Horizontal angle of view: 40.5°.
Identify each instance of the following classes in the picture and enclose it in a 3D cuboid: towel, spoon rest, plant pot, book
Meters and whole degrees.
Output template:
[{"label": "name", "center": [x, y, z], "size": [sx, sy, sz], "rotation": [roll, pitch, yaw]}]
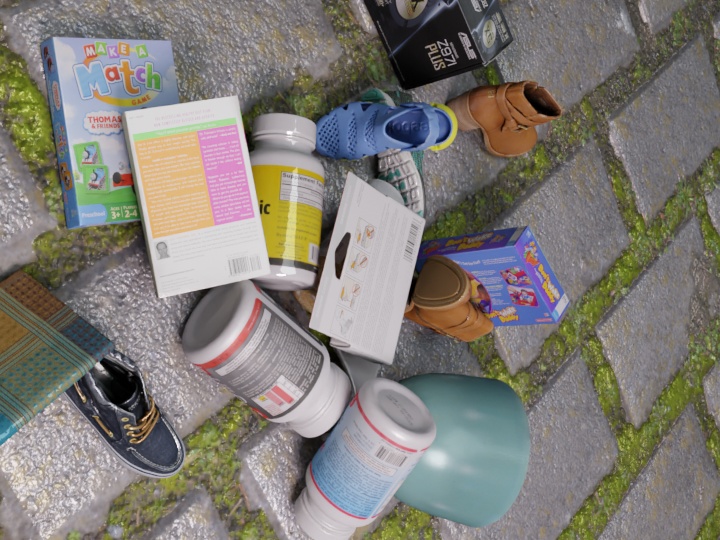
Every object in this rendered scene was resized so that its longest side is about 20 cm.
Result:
[{"label": "towel", "center": [-0.358, 0.094, 0.944], "size": [0.146, 0.022, 0.200], "rotation": [35, 51, 16]}, {"label": "spoon rest", "center": [-0.008, 0.127, 1.296], "size": [0.098, 0.060, 0.204], "rotation": [16, 76, -40]}, {"label": "plant pot", "center": [0.102, 0.230, 1.305], "size": [0.159, 0.199, 0.205], "rotation": [16, 75, -29]}, {"label": "book", "center": [-0.181, -0.083, 1.085], "size": [0.131, 0.048, 0.204], "rotation": [-11, 96, -18]}]

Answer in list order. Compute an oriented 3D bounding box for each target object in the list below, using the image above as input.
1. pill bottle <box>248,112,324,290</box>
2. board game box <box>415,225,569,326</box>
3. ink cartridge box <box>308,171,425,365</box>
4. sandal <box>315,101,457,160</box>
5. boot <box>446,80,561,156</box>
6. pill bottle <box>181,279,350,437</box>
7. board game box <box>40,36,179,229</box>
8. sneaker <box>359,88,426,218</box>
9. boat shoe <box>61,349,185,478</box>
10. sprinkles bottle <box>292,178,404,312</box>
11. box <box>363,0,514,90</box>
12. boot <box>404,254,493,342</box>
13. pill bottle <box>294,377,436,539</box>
[{"label": "pill bottle", "center": [-0.100, -0.083, 1.198], "size": [0.110, 0.110, 0.204], "rotation": [12, 77, -41]}, {"label": "board game box", "center": [0.181, 0.014, 1.386], "size": [0.045, 0.198, 0.136], "rotation": [-48, 117, -34]}, {"label": "ink cartridge box", "center": [0.000, 0.000, 1.235], "size": [0.172, 0.043, 0.204], "rotation": [27, 73, -46]}, {"label": "sandal", "center": [0.031, -0.189, 1.289], "size": [0.087, 0.196, 0.081], "rotation": [-68, 150, -82]}, {"label": "boot", "center": [0.247, -0.236, 1.491], "size": [0.198, 0.154, 0.078], "rotation": [23, 71, -38]}, {"label": "pill bottle", "center": [-0.108, 0.109, 1.168], "size": [0.200, 0.115, 0.117], "rotation": [43, 59, -31]}, {"label": "board game box", "center": [-0.270, -0.156, 1.099], "size": [0.150, 0.036, 0.204], "rotation": [-10, 92, -42]}, {"label": "sneaker", "center": [0.066, -0.164, 1.386], "size": [0.091, 0.077, 0.204], "rotation": [-24, 103, -45]}, {"label": "boat shoe", "center": [-0.247, 0.158, 1.052], "size": [0.201, 0.090, 0.071], "rotation": [50, 56, -27]}, {"label": "sprinkles bottle", "center": [-0.015, -0.032, 1.300], "size": [0.069, 0.068, 0.201], "rotation": [51, 56, -26]}, {"label": "box", "center": [0.099, -0.377, 1.374], "size": [0.086, 0.162, 0.202], "rotation": [-41, 113, -37]}, {"label": "boot", "center": [0.126, 0.053, 1.330], "size": [0.154, 0.199, 0.078], "rotation": [33, 67, -26]}, {"label": "pill bottle", "center": [0.000, 0.240, 1.201], "size": [0.107, 0.109, 0.202], "rotation": [14, 119, -40]}]
